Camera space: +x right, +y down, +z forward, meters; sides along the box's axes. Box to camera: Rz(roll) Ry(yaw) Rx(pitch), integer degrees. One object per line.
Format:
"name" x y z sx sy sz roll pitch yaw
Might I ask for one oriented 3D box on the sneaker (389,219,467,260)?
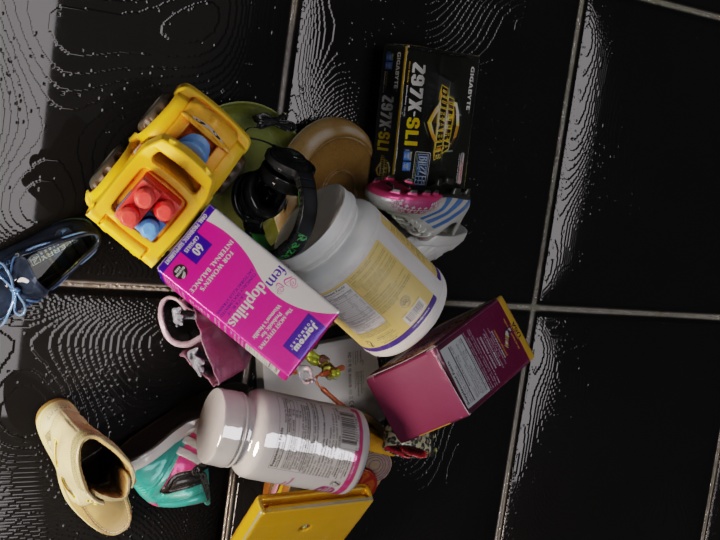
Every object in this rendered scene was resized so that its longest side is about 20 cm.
"sneaker" 0.063 -0.012 1.743 0.199 0.074 0.116 -11 126 -42

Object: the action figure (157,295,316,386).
"action figure" -0.138 0.081 1.574 0.199 0.148 0.135 -13 101 -34

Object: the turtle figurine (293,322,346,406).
"turtle figurine" -0.066 0.084 1.657 0.200 0.064 0.161 39 67 6

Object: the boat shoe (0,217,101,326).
"boat shoe" -0.394 0.000 1.437 0.200 0.068 0.084 -44 120 -18

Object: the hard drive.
"hard drive" -0.053 0.164 1.721 0.199 0.027 0.133 -10 105 -32

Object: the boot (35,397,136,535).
"boot" -0.314 0.260 1.491 0.073 0.155 0.201 -30 115 -24

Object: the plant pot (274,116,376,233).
"plant pot" -0.035 -0.105 1.651 0.199 0.027 0.202 -14 109 -44

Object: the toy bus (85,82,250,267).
"toy bus" -0.226 -0.106 1.427 0.136 0.192 0.200 40 95 -12

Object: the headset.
"headset" -0.098 -0.109 1.529 0.093 0.123 0.201 5 59 -41

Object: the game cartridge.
"game cartridge" -0.098 0.362 1.664 0.175 0.033 0.200 1 140 -33

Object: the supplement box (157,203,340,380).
"supplement box" -0.132 0.029 1.454 0.200 0.103 0.101 39 80 -1

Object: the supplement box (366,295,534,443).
"supplement box" 0.124 0.130 1.650 0.200 0.131 0.104 -30 92 -51

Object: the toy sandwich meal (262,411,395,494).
"toy sandwich meal" -0.037 0.283 1.708 0.204 0.070 0.207 -14 120 -25

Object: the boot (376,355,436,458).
"boot" 0.095 0.197 1.750 0.203 0.073 0.155 25 56 -45

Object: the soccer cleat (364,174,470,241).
"soccer cleat" 0.077 -0.077 1.643 0.199 0.070 0.087 -2 116 -47

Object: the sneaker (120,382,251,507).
"sneaker" -0.211 0.241 1.599 0.199 0.083 0.122 -31 116 -25

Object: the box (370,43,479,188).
"box" 0.091 -0.207 1.704 0.159 0.049 0.202 -1 101 -45

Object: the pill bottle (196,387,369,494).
"pill bottle" -0.099 0.213 1.552 0.199 0.113 0.114 15 92 -24

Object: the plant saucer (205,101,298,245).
"plant saucer" -0.161 -0.119 1.588 0.199 0.031 0.202 -8 105 -32

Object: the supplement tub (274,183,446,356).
"supplement tub" 0.000 0.000 1.576 0.200 0.145 0.146 43 76 -26
